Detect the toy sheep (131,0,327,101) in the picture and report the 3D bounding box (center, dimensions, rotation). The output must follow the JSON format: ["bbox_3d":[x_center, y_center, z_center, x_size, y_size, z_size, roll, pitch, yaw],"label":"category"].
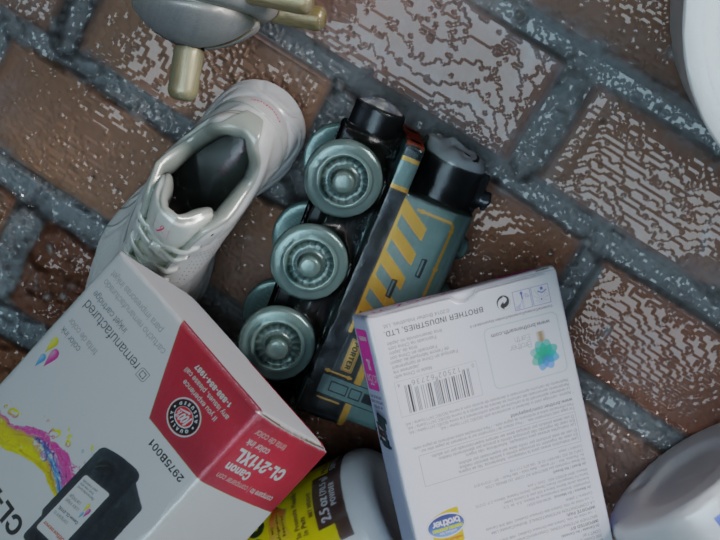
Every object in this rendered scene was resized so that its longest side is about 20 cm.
[{"bbox_3d":[-0.078,-0.194,0.774,0.137,0.138,0.202,11,87,8],"label":"toy sheep"}]

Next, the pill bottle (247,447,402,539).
[{"bbox_3d":[-0.055,0.199,0.864,0.199,0.109,0.110,-29,96,14],"label":"pill bottle"}]

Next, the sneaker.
[{"bbox_3d":[-0.116,-0.028,0.831,0.078,0.099,0.201,35,106,2],"label":"sneaker"}]

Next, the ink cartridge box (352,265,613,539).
[{"bbox_3d":[0.075,0.109,0.795,0.118,0.042,0.202,-14,91,-15],"label":"ink cartridge box"}]

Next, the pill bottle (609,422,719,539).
[{"bbox_3d":[0.246,0.196,0.806,0.113,0.114,0.201,-35,94,15],"label":"pill bottle"}]

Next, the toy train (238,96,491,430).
[{"bbox_3d":[0.000,0.000,0.830,0.113,0.085,0.201,21,103,-9],"label":"toy train"}]

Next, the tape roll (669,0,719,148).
[{"bbox_3d":[0.265,-0.132,0.719,0.201,0.139,0.205,2,103,9],"label":"tape roll"}]

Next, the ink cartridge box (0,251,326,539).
[{"bbox_3d":[-0.142,0.117,0.766,0.200,0.083,0.146,-48,58,2],"label":"ink cartridge box"}]
